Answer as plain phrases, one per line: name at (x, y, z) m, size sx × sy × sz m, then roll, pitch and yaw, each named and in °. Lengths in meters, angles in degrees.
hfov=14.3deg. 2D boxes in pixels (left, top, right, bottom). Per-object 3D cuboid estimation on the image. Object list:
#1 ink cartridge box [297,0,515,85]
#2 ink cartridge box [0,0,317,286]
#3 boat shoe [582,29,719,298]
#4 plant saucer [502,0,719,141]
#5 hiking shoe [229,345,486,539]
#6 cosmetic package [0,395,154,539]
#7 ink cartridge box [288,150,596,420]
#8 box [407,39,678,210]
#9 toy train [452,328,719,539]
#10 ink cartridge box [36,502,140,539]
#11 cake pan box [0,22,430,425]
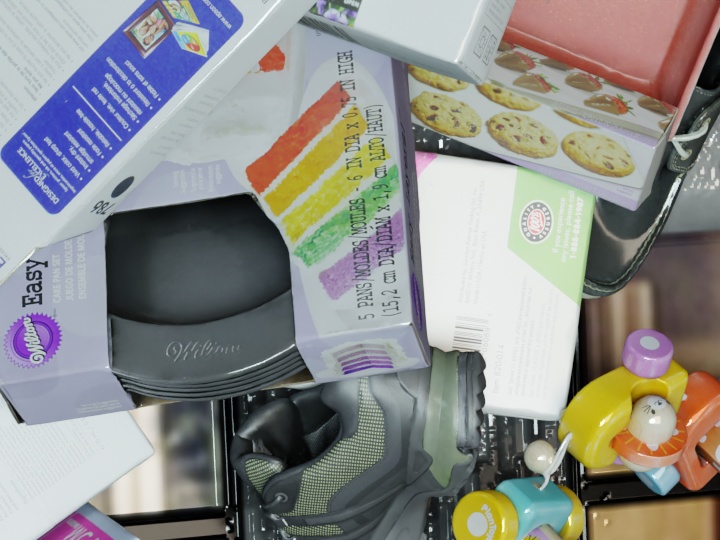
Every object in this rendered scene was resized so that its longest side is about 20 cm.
ink cartridge box at (0.034, -0.191, 1.218) m, size 0.109 × 0.050 × 0.200 m, roll 21°, pitch 88°, yaw 18°
ink cartridge box at (-0.109, -0.092, 1.204) m, size 0.200 × 0.039 × 0.099 m, roll -44°, pitch 76°, yaw 9°
boat shoe at (0.140, -0.081, 1.384) m, size 0.072 × 0.068 × 0.200 m, roll 22°, pitch 90°, yaw -18°
plant saucer at (0.086, -0.182, 1.315) m, size 0.199 × 0.037 × 0.200 m, roll 22°, pitch 117°, yaw 4°
hiking shoe at (-0.015, 0.098, 1.309) m, size 0.101 × 0.076 × 0.200 m, roll 19°, pitch 128°, yaw -7°
cosmetic package at (-0.211, 0.043, 1.289) m, size 0.151 × 0.052 × 0.200 m, roll -35°, pitch 101°, yaw -14°
ink cartridge box at (0.000, 0.000, 1.335) m, size 0.200 × 0.067 × 0.117 m, roll 8°, pitch 90°, yaw -8°
box at (0.045, -0.086, 1.318) m, size 0.200 × 0.039 × 0.041 m, roll 23°, pitch 128°, yaw 9°
toy train at (0.119, 0.110, 1.344) m, size 0.200 × 0.150 × 0.056 m, roll -41°, pitch 59°, yaw -14°
ink cartridge box at (-0.182, 0.180, 1.269) m, size 0.200 × 0.119 × 0.042 m, roll -39°, pitch 105°, yaw -11°
cake pan box at (-0.068, -0.034, 1.246) m, size 0.184 × 0.052 × 0.200 m, roll -8°, pitch 62°, yaw 10°
